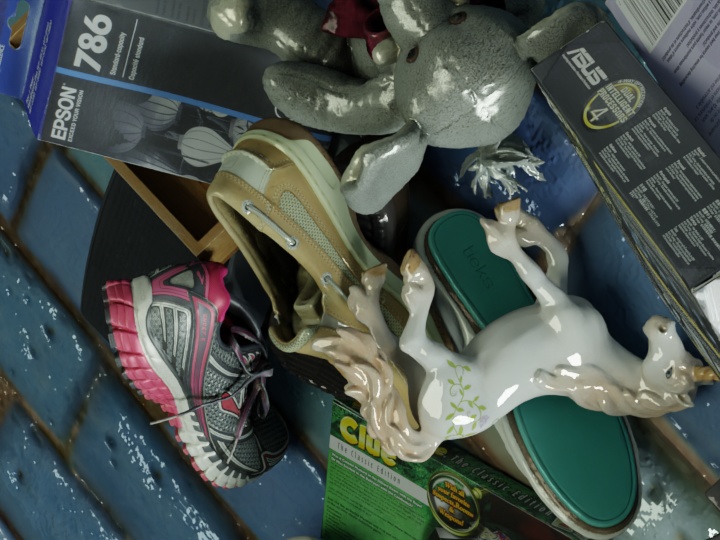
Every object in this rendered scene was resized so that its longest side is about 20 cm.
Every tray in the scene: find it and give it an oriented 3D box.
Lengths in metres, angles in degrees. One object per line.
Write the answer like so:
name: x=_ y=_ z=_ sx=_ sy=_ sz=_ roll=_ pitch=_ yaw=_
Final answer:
tray: x=-0.118 y=-0.102 z=1.267 sx=0.200 sy=0.099 sz=0.037 roll=45 pitch=177 yaw=24

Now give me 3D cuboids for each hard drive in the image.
hard drive: x=-0.114 y=-0.010 z=1.338 sx=0.135 sy=0.042 sz=0.201 roll=44 pitch=133 yaw=23

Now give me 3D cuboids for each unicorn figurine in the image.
unicorn figurine: x=0.086 y=0.035 z=1.091 sx=0.199 sy=0.074 sz=0.138 roll=-27 pitch=90 yaw=4

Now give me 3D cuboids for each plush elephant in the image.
plush elephant: x=0.034 y=-0.115 z=1.045 sx=0.200 sy=0.164 sz=0.155 roll=53 pitch=179 yaw=-6

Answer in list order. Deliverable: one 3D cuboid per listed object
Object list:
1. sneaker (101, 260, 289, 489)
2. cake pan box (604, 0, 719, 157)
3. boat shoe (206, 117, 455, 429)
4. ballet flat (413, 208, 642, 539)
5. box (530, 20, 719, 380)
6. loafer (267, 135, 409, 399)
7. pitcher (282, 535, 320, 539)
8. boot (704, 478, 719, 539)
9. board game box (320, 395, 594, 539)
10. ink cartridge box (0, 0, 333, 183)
sneaker: x=-0.083 y=0.066 z=1.267 sx=0.200 sy=0.074 sz=0.081 roll=57 pitch=-163 yaw=-55
cake pan box: x=0.201 y=-0.103 z=0.878 sx=0.185 sy=0.052 sz=0.200 roll=60 pitch=144 yaw=23
boat shoe: x=-0.020 y=0.020 z=1.124 sx=0.071 sy=0.076 sz=0.200 roll=-13 pitch=119 yaw=47
ballet flat: x=0.088 y=0.059 z=1.152 sx=0.069 sy=0.069 sz=0.201 roll=-45 pitch=69 yaw=46
box: x=0.156 y=0.000 z=0.939 sx=0.161 sy=0.049 sz=0.200 roll=53 pitch=-174 yaw=-34
loafer: x=0.000 y=0.000 z=1.214 sx=0.073 sy=0.071 sz=0.201 roll=28 pitch=142 yaw=8
pitcher: x=0.006 y=0.259 z=1.287 sx=0.171 sy=0.121 sz=0.201 roll=-23 pitch=102 yaw=29
boot: x=0.212 y=0.212 z=1.044 sx=0.188 sy=0.068 sz=0.200 roll=-43 pitch=73 yaw=6
board game box: x=0.057 y=0.157 z=1.248 sx=0.199 sy=0.023 sz=0.105 roll=28 pitch=128 yaw=35
ink cartridge box: x=-0.109 y=-0.104 z=1.160 sx=0.199 sy=0.039 sz=0.100 roll=14 pitch=127 yaw=-7
